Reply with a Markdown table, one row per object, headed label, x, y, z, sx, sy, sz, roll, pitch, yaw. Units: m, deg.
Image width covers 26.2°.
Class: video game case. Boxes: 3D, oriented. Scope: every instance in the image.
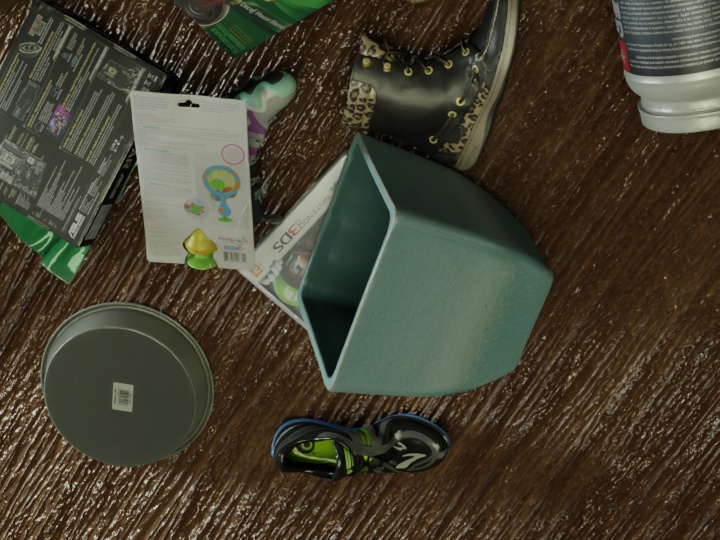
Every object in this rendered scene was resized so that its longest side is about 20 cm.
| label | x | y | z | sx | sy | sz | roll | pitch | yaw |
| --- | --- | --- | --- | --- | --- | --- | --- | --- | --- |
| video game case | 0.000 | 0.000 | 1.647 | 0.200 | 0.023 | 0.182 | 41 | 111 | -10 |

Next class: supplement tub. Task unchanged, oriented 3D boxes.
| label | x | y | z | sx | sy | sz | roll | pitch | yaw |
| --- | --- | --- | --- | --- | --- | --- | --- | --- | --- |
| supplement tub | 0.308 | -0.244 | 1.449 | 0.139 | 0.140 | 0.201 | -10 | 110 | 10 |

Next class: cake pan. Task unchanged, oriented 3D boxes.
| label | x | y | z | sx | sy | sz | roll | pitch | yaw |
| --- | --- | --- | --- | --- | --- | --- | --- | --- | --- |
| cake pan | -0.264 | 0.134 | 1.724 | 0.199 | 0.037 | 0.202 | 2 | 112 | 5 |

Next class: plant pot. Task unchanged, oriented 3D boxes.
| label | x | y | z | sx | sy | sz | roll | pitch | yaw |
| --- | --- | --- | --- | --- | --- | --- | --- | --- | --- |
| plant pot | 0.073 | 0.008 | 1.532 | 0.199 | 0.196 | 0.197 | 13 | 114 | -18 |

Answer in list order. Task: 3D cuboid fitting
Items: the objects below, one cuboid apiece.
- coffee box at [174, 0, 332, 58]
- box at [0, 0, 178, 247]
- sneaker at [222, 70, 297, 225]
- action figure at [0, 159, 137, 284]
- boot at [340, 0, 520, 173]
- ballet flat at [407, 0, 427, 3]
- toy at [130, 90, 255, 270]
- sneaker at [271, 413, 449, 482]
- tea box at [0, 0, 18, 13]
| label | x | y | z | sx | sy | sz | roll | pitch | yaw |
| --- | --- | --- | --- | --- | --- | --- | --- | --- | --- |
| coffee box | -0.077 | -0.295 | 1.490 | 0.199 | 0.044 | 0.123 | -27 | 144 | 16 |
| box | -0.300 | -0.148 | 1.567 | 0.160 | 0.044 | 0.201 | 30 | 99 | 7 |
| sneaker | -0.115 | -0.107 | 1.594 | 0.199 | 0.078 | 0.140 | -30 | 108 | 27 |
| action figure | -0.281 | -0.100 | 1.615 | 0.118 | 0.055 | 0.200 | 42 | 105 | 8 |
| boot | 0.070 | -0.204 | 1.531 | 0.150 | 0.073 | 0.201 | 16 | 121 | -1 |
| ballet flat | 0.106 | -0.329 | 1.478 | 0.070 | 0.065 | 0.200 | 42 | 111 | -11 |
| toy | -0.161 | -0.094 | 1.540 | 0.114 | 0.047 | 0.201 | 5 | 124 | 7 |
| sneaker | -0.001 | 0.203 | 1.698 | 0.198 | 0.083 | 0.071 | -1 | 113 | 7 |
| tea box | -0.472 | -0.305 | 1.515 | 0.199 | 0.134 | 0.198 | -21 | 109 | 14 |
